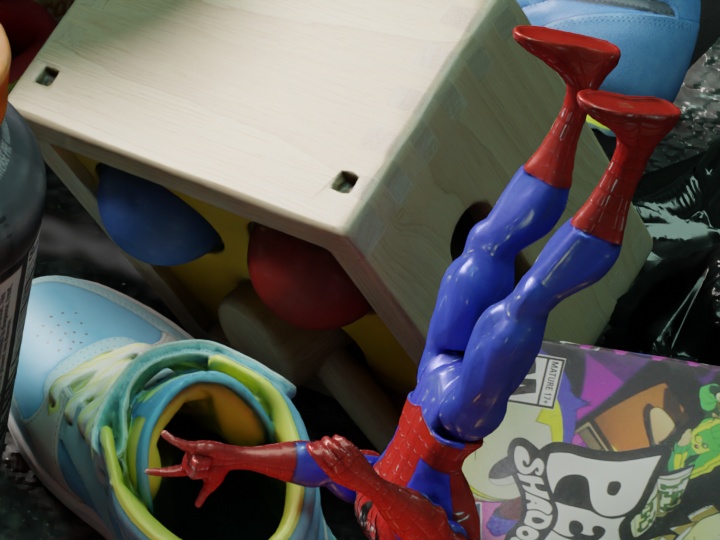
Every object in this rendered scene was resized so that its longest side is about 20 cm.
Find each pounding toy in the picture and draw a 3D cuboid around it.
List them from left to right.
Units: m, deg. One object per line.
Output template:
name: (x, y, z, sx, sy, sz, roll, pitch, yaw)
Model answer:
pounding toy: (0.000, 0.000, 1.007, 0.184, 0.200, 0.142, 21, 69, 36)

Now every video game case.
video game case: (0.094, 0.127, 0.875, 0.181, 0.036, 0.200, 9, 77, 22)

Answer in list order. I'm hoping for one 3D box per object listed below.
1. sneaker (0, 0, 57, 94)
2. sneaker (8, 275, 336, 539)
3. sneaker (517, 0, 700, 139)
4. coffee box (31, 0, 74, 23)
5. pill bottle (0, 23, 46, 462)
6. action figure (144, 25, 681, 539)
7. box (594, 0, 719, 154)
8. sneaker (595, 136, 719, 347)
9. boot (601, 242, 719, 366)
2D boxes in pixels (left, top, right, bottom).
sneaker: (-0.199, -0.091, 1.069, 0.200, 0.090, 0.078, 9, 53, -37)
sneaker: (-0.068, 0.045, 0.960, 0.079, 0.131, 0.200, -35, 57, -15)
sneaker: (0.035, -0.109, 1.048, 0.200, 0.079, 0.066, 22, 8, 31)
coffee box: (-0.154, -0.133, 1.159, 0.200, 0.114, 0.080, 13, 41, -4)
pill bottle: (-0.159, 0.002, 0.935, 0.106, 0.200, 0.106, 8, 40, -7)
action figure: (0.009, 0.026, 0.841, 0.099, 0.200, 0.065, 6, 27, -27)
box: (0.065, -0.130, 1.127, 0.152, 0.200, 0.106, 50, 48, 7)
sneaker: (0.106, -0.003, 1.127, 0.200, 0.091, 0.076, -16, 81, -6)
boot: (0.166, 0.059, 1.006, 0.200, 0.076, 0.168, -37, 102, -38)
